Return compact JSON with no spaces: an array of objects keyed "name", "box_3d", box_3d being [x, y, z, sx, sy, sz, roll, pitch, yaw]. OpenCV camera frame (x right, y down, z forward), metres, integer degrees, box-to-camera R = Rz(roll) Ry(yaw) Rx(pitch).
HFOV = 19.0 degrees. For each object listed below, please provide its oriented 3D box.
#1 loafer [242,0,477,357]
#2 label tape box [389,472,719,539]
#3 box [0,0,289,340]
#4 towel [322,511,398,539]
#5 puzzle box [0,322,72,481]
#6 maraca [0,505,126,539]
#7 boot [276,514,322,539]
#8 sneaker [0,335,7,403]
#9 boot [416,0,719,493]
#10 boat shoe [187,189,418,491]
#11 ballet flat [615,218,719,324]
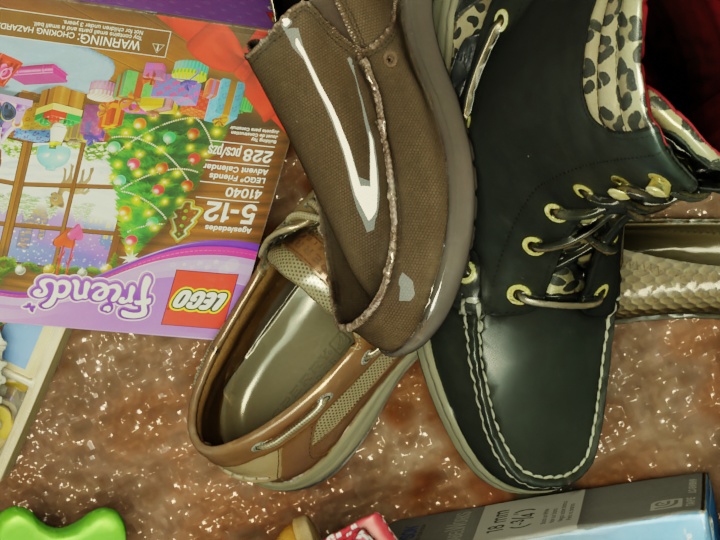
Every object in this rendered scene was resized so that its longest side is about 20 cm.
[{"name":"loafer","box_3d":[-0.011,-0.066,0.764,0.071,0.073,0.200,-2,75,-26]},{"name":"label tape box","box_3d":[0.056,0.171,0.876,0.200,0.063,0.145,-10,100,11]},{"name":"box","box_3d":[-0.128,-0.047,0.805,0.200,0.039,0.137,5,119,-23]},{"name":"towel","box_3d":[-0.035,0.195,0.780,0.200,0.022,0.145,-34,97,15]},{"name":"puzzle box","box_3d":[-0.168,-0.029,0.877,0.133,0.025,0.200,24,102,1]},{"name":"maraca","box_3d":[-0.150,0.183,0.875,0.137,0.107,0.200,42,96,-18]},{"name":"boot","box_3d":[-0.061,0.199,0.823,0.144,0.071,0.202,-11,109,0]},{"name":"sneaker","box_3d":[-0.222,0.085,0.855,0.070,0.099,0.200,36,80,-43]},{"name":"boot","box_3d":[0.079,-0.017,0.740,0.073,0.154,0.204,-3,93,-23]},{"name":"boat shoe","box_3d":[0.000,0.000,0.831,0.076,0.072,0.200,34,99,28]},{"name":"ballet flat","box_3d":[0.149,-0.007,0.835,0.199,0.067,0.046,-5,107,12]}]
